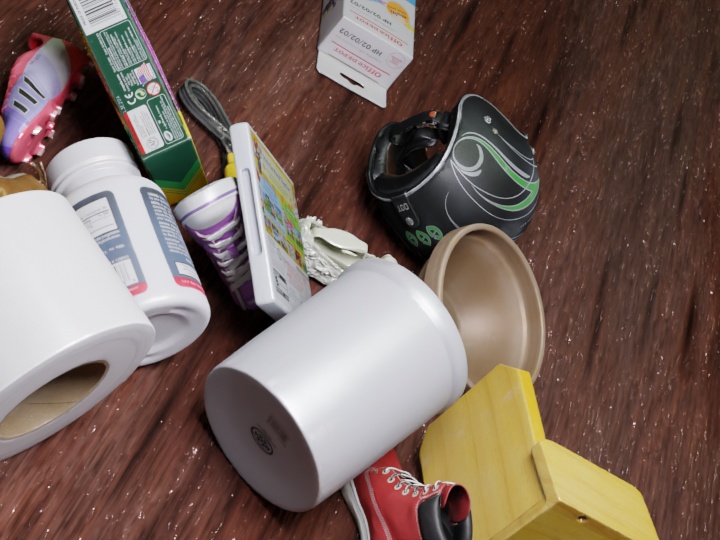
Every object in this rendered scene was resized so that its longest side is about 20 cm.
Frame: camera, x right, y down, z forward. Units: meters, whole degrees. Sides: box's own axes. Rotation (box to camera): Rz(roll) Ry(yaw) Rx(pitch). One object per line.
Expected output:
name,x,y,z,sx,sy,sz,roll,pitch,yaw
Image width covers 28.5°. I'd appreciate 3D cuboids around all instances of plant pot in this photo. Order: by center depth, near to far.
plant pot,0.115,0.055,1.586,0.200,0.092,0.203,18,66,-47

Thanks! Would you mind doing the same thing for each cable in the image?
cable,-0.136,-0.142,1.601,0.097,0.050,0.201,2,55,-42

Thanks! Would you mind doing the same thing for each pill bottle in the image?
pill bottle,-0.229,-0.021,1.347,0.119,0.120,0.201,1,54,-42

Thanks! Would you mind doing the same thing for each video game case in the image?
video game case,-0.086,-0.032,1.434,0.200,0.023,0.183,52,27,-72

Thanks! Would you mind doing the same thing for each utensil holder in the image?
utensil holder,-0.025,0.109,1.341,0.200,0.170,0.170,-34,80,-34

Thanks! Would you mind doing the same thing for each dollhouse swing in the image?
dollhouse swing,0.171,0.227,1.414,0.181,0.200,0.177,29,39,-19

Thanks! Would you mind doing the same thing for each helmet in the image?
helmet,0.120,-0.101,1.687,0.190,0.199,0.201,37,35,-34

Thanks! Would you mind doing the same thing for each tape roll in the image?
tape roll,-0.287,0.051,1.158,0.202,0.203,0.140,-20,69,-50

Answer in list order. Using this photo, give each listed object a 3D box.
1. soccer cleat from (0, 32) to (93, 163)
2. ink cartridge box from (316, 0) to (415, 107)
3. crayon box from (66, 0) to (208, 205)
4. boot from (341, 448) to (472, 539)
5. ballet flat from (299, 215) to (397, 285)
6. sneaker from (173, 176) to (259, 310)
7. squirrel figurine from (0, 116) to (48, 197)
soccer cleat,-0.337,-0.177,1.445,0.076,0.067,0.201,26,38,-7
ink cartridge box,0.009,-0.323,1.890,0.115,0.068,0.201,27,41,-21
crayon box,-0.228,-0.184,1.446,0.058,0.173,0.201,-25,79,-7
boot,0.049,0.208,1.367,0.072,0.144,0.201,13,46,-31
ballet flat,0.000,0.000,1.582,0.199,0.072,0.072,27,40,-22
sneaker,-0.122,-0.022,1.414,0.115,0.072,0.201,61,-1,11
squirrel figurine,-0.367,-0.056,1.260,0.187,0.141,0.201,42,37,-22
